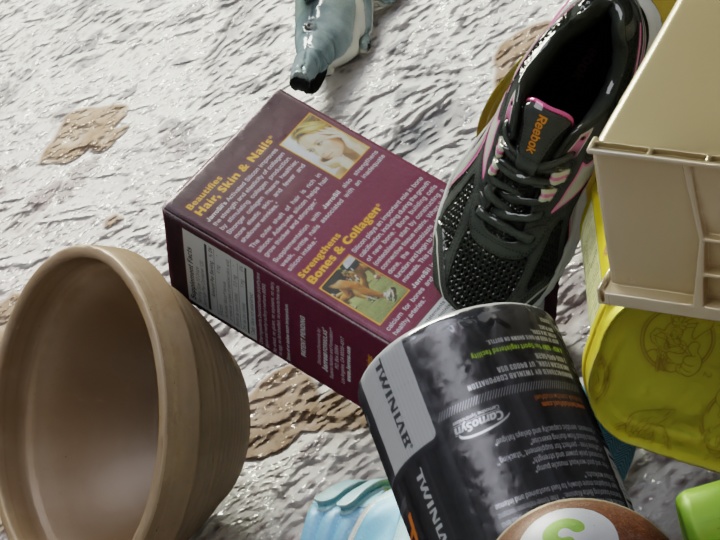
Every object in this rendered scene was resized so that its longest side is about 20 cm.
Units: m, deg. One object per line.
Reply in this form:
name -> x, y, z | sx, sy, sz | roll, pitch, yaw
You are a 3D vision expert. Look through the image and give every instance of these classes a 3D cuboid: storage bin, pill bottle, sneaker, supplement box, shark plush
storage bin -> 0.230, -0.070, 1.359 | 0.198, 0.094, 0.200 | 9, 44, 25
pill bottle -> 0.077, 0.124, 1.398 | 0.106, 0.106, 0.200 | -26, 62, 10
sneaker -> 0.044, 0.118, 1.536 | 0.200, 0.080, 0.130 | -43, 31, -21
supplement box -> 0.000, 0.000, 1.660 | 0.200, 0.086, 0.110 | 30, 60, 21
shark plush -> -0.039, -0.183, 2.090 | 0.091, 0.083, 0.200 | -13, 34, 31
sneaker -> 0.091, -0.066, 1.556 | 0.086, 0.080, 0.201 | 5, -73, -81

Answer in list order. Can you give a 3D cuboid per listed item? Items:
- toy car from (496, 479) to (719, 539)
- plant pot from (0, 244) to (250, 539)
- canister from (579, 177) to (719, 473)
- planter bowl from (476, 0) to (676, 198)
toy car -> 0.105, 0.182, 1.222 | 0.164, 0.158, 0.200 | -16, 3, 2
plant pot -> -0.128, 0.088, 1.696 | 0.201, 0.092, 0.202 | -10, 78, 53
canister -> 0.182, 0.019, 1.474 | 0.148, 0.087, 0.200 | 16, 23, -5
planter bowl -> 0.173, -0.078, 1.667 | 0.200, 0.200, 0.084 | -28, 64, 7
